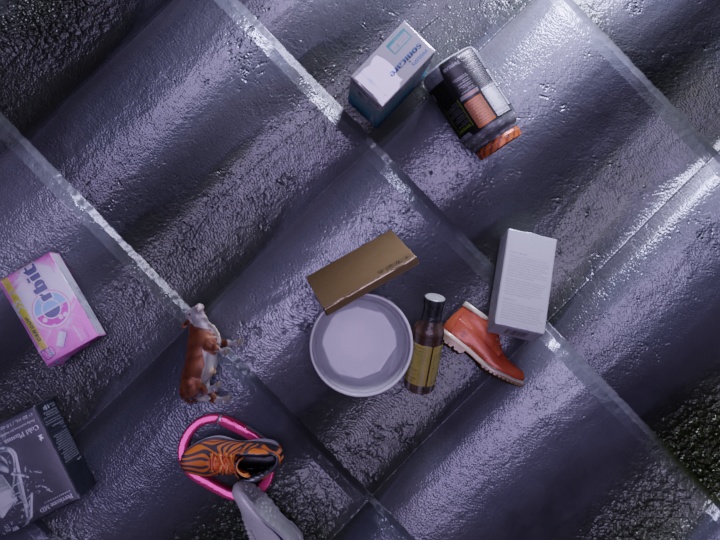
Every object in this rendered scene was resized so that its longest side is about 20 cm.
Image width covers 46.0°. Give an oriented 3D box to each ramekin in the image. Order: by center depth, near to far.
[{"bbox_3d":[0.000,0.142,1.659,0.200,0.105,0.200,0,90,-2],"label":"ramekin"}]

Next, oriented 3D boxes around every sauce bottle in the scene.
[{"bbox_3d":[0.130,0.142,1.653,0.065,0.065,0.200,9,111,-2],"label":"sauce bottle"}]

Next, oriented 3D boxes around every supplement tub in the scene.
[{"bbox_3d":[0.224,-0.326,1.670,0.122,0.123,0.200,-32,91,-3],"label":"supplement tub"}]

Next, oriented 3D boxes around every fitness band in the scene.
[{"bbox_3d":[-0.263,0.370,1.677,0.200,0.037,0.144,29,88,-1],"label":"fitness band"}]

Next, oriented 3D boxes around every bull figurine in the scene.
[{"bbox_3d":[-0.301,0.166,1.656,0.121,0.065,0.200,13,97,30],"label":"bull figurine"}]

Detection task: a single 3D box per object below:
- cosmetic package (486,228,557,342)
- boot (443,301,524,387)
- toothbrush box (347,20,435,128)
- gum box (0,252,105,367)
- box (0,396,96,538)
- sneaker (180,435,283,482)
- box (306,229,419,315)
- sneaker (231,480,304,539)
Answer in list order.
[{"bbox_3d":[0.316,0.029,1.666,0.101,0.071,0.200,13,72,-2],"label":"cosmetic package"},{"bbox_3d":[0.259,0.149,1.689,0.200,0.075,0.107,37,83,0],"label":"boot"},{"bbox_3d":[0.055,-0.369,1.624,0.085,0.200,0.146,43,88,-1],"label":"toothbrush box"},{"bbox_3d":[-0.596,0.079,1.652,0.113,0.066,0.200,-30,91,-4],"label":"gum box"},{"bbox_3d":[-0.649,0.378,1.618,0.200,0.124,0.197,-27,92,-3],"label":"box"},{"bbox_3d":[-0.248,0.358,1.605,0.200,0.112,0.078,-7,91,-1],"label":"sneaker"},{"bbox_3d":[0.000,0.000,1.638,0.200,0.164,0.021,-30,116,-3],"label":"box"},{"bbox_3d":[-0.194,0.495,1.646,0.080,0.076,0.200,-33,105,14],"label":"sneaker"}]
